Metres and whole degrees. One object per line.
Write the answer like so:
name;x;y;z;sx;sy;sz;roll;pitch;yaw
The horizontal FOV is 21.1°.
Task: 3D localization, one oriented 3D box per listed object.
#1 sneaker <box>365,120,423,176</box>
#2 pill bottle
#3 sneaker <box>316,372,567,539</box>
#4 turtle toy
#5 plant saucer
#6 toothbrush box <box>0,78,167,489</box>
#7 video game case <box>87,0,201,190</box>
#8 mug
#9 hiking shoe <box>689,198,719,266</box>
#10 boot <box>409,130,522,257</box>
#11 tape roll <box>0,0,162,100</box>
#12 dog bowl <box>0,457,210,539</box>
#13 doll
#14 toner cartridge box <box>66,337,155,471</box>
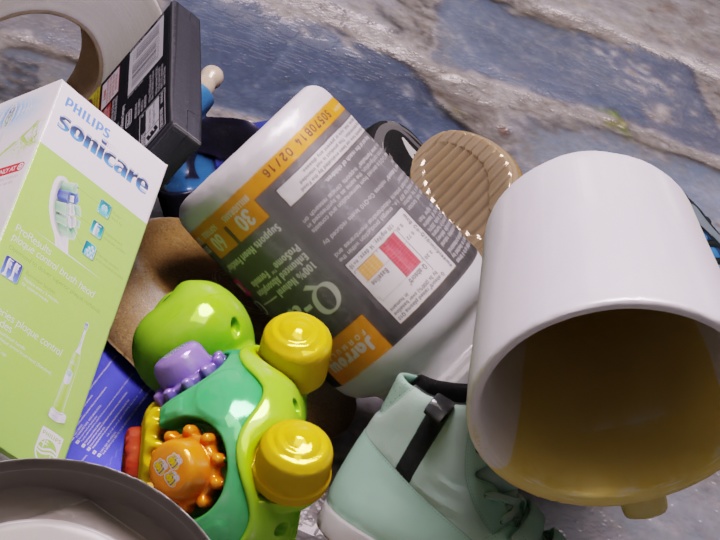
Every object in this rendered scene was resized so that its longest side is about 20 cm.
sneaker;0.063;-0.043;1.338;0.071;0.083;0.200;-5;41;-30
pill bottle;0.000;0.000;1.119;0.200;0.116;0.116;47;38;-4
sneaker;0.089;0.130;1.052;0.200;0.118;0.074;24;11;-1
turtle toy;-0.073;0.087;1.011;0.101;0.146;0.200;6;43;-8
plant saucer;-0.080;0.025;1.175;0.200;0.035;0.200;28;23;-13
toothbrush box;-0.204;0.017;1.019;0.086;0.145;0.200;41;52;-34
video game case;-0.161;-0.059;1.175;0.025;0.181;0.200;37;19;-21
mug;0.120;0.030;1.023;0.149;0.187;0.153;11;42;-12
hiking shoe;0.214;-0.006;1.354;0.200;0.075;0.087;28;36;16
boot;0.114;0.013;1.220;0.072;0.166;0.200;-39;49;2
tape roll;-0.223;-0.131;1.246;0.202;0.203;0.037;-7;41;-29
dog bowl;-0.152;0.190;0.903;0.199;0.059;0.201;3;63;-5
doll;-0.088;-0.071;1.296;0.200;0.137;0.048;-6;-2;-42
toner cartridge box;-0.143;0.123;1.052;0.095;0.043;0.200;33;37;0
